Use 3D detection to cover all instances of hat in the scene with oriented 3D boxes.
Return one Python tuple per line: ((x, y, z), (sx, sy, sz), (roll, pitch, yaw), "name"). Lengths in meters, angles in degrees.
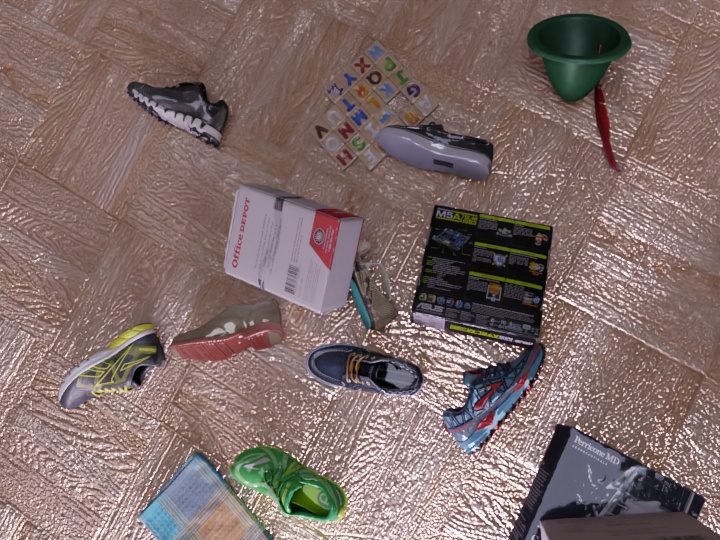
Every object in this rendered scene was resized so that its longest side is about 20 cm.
((0.353, -0.298, 1.102), (0.161, 0.179, 0.203), (3, 43, 10), "hat")

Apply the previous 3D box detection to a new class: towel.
((-0.248, 0.414, 1.065), (0.200, 0.022, 0.147), (43, 89, 12), "towel")

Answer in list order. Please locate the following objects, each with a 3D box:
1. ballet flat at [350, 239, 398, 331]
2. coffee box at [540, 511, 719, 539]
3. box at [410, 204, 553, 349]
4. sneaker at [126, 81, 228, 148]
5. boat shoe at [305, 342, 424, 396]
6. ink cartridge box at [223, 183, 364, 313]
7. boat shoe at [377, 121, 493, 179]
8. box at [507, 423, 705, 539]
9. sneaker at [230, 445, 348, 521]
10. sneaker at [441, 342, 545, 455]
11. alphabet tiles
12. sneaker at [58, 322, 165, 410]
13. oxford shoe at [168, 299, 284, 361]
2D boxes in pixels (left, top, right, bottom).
((0.000, 0.000, 1.083), (0.074, 0.068, 0.203), (-26, 77, -18), "ballet flat")
((0.326, 0.409, 0.767), (0.194, 0.200, 0.204), (-6, 81, 8), "coffee box")
((0.190, 0.005, 1.034), (0.194, 0.048, 0.197), (10, 63, 9), "box")
((-0.317, -0.299, 1.177), (0.196, 0.067, 0.092), (27, 82, 8), "sneaker")
((0.002, 0.152, 1.037), (0.194, 0.091, 0.073), (8, 81, 10), "boat shoe")
((-0.107, -0.040, 1.046), (0.196, 0.082, 0.151), (21, 106, 27), "ink cartridge box")
((0.127, -0.211, 1.098), (0.195, 0.070, 0.068), (16, 65, 14), "boat shoe")
((0.338, 0.356, 0.939), (0.196, 0.124, 0.200), (26, 83, 12), "box")
((-0.112, 0.329, 1.027), (0.195, 0.084, 0.076), (18, 83, 11), "sneaker")
((0.200, 0.177, 1.011), (0.095, 0.079, 0.201), (40, 88, 15), "sneaker")
((0.011, -0.277, 1.153), (0.200, 0.008, 0.168), (-43, 78, -1), "alphabet tiles")
((-0.412, 0.174, 1.102), (0.199, 0.074, 0.085), (-39, 78, 0), "sneaker")
((-0.221, 0.099, 1.101), (0.194, 0.071, 0.075), (-10, 58, 3), "oxford shoe")
